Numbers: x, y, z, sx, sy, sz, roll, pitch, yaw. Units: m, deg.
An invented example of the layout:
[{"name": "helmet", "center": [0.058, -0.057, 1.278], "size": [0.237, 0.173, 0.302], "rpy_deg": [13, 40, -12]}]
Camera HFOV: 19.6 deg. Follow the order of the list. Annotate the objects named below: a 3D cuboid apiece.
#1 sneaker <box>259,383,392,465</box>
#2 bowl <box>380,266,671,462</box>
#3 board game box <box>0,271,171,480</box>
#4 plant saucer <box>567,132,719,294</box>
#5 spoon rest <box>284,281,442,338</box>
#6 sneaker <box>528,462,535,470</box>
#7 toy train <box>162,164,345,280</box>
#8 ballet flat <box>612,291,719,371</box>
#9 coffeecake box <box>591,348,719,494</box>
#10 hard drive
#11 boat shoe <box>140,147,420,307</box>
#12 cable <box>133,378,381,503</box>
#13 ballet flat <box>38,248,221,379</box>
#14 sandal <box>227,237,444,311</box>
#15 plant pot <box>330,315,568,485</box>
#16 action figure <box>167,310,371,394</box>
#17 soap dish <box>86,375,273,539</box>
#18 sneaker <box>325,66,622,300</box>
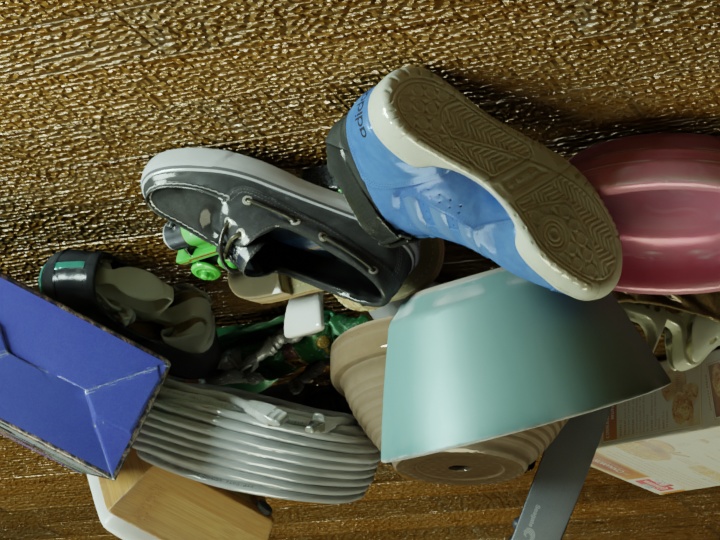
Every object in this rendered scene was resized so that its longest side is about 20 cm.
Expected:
[{"name": "sneaker", "center": [-0.007, 0.123, 1.851], "size": [0.199, 0.076, 0.091], "rpy_deg": [3, 148, -12]}, {"name": "bowl", "center": [0.098, 0.053, 1.397], "size": [0.200, 0.106, 0.201], "rpy_deg": [-15, 176, -1]}, {"name": "board game box", "center": [-0.247, 0.079, 1.581], "size": [0.159, 0.097, 0.200], "rpy_deg": [29, 170, -11]}, {"name": "plant saucer", "center": [0.207, -0.040, 1.405], "size": [0.199, 0.051, 0.201], "rpy_deg": [2, 159, 1]}, {"name": "spoon rest", "center": [0.024, 0.026, 1.614], "size": [0.099, 0.061, 0.200], "rpy_deg": [-15, 166, 42]}, {"name": "sneaker", "center": [0.134, 0.105, 1.706], "size": [0.073, 0.112, 0.200], "rpy_deg": [6, 159, -9]}, {"name": "toy train", "center": [-0.064, -0.036, 1.471], "size": [0.199, 0.042, 0.056], "rpy_deg": [-16, 142, 40]}, {"name": "ballet flat", "center": [0.222, 0.035, 1.566], "size": [0.199, 0.073, 0.068], "rpy_deg": [13, 155, -25]}, {"name": "coffeecake box", "center": [0.300, 0.130, 1.802], "size": [0.199, 0.073, 0.153], "rpy_deg": [-15, 153, 38]}, {"name": "hard drive", "center": [0.167, 0.151, 1.695], "size": [0.042, 0.201, 0.135], "rpy_deg": [20, 162, 8]}, {"name": "boat shoe", "center": [-0.061, -0.022, 1.398], "size": [0.199, 0.066, 0.070], "rpy_deg": [20, 141, 7]}, {"name": "cable", "center": [-0.080, 0.134, 1.638], "size": [0.199, 0.070, 0.200], "rpy_deg": [10, 178, 33]}, {"name": "ballet flat", "center": [-0.160, 0.033, 1.625], "size": [0.073, 0.073, 0.200], "rpy_deg": [-14, 150, 37]}, {"name": "sandal", "center": [0.001, -0.006, 1.501], "size": [0.211, 0.078, 0.069], "rpy_deg": [-6, 164, 43]}, {"name": "plant pot", "center": [0.075, 0.104, 1.565], "size": [0.200, 0.093, 0.201], "rpy_deg": [2, 159, 1]}, {"name": "action figure", "center": [-0.069, 0.069, 1.730], "size": [0.199, 0.055, 0.118], "rpy_deg": [-19, 147, 36]}, {"name": "soap dish", "center": [-0.161, 0.166, 1.792], "size": [0.157, 0.200, 0.081], "rpy_deg": [32, 108, -31]}, {"name": "sneaker", "center": [0.067, -0.041, 1.329], "size": [0.200, 0.077, 0.111], "rpy_deg": [35, 148, -16]}]
